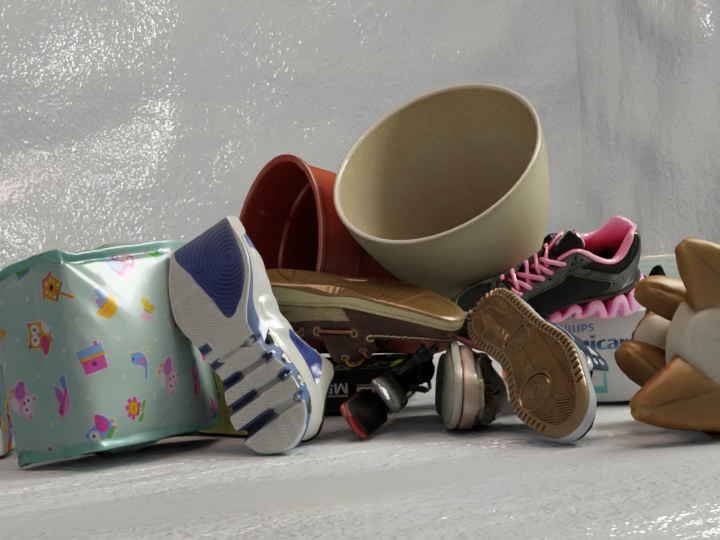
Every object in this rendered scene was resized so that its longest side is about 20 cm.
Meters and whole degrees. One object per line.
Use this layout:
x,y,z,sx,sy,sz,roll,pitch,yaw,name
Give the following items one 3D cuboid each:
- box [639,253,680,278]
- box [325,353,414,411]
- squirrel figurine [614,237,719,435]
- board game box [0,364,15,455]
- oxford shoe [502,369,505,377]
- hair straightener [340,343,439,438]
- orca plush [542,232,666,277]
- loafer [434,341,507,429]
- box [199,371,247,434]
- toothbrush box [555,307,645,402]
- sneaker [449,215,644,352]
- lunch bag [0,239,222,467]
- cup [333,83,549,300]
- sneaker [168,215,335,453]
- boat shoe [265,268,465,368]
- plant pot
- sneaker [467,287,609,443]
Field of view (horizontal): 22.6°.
0.259,0.007,1.752,0.198,0.042,0.039,-6,0,17,box
-0.045,0.112,1.779,0.191,0.048,0.200,-1,1,7,box
0.298,0.070,1.409,0.197,0.143,0.187,10,-9,2,squirrel figurine
-0.352,0.106,1.613,0.103,0.104,0.200,-3,1,1,board game box
0.184,0.079,1.871,0.070,0.074,0.200,-4,2,-11,oxford shoe
0.042,0.099,1.555,0.077,0.041,0.200,-40,-10,14,hair straightener
0.186,0.001,1.676,0.198,0.072,0.105,-6,1,30,orca plush
0.099,0.098,1.538,0.062,0.073,0.200,3,-2,-1,loafer
-0.142,0.108,1.620,0.199,0.076,0.050,-4,-1,43,box
0.266,0.071,1.696,0.145,0.086,0.200,-4,1,20,toothbrush box
0.162,0.005,1.560,0.198,0.096,0.079,-18,46,-21,sneaker
-0.199,0.064,1.492,0.121,0.173,0.199,-14,-4,35,lunch bag
0.093,-0.050,1.642,0.198,0.144,0.202,-17,40,15,cup
-0.084,0.064,1.489,0.080,0.201,0.115,-28,-18,13,sneaker
-0.005,0.048,1.539,0.198,0.073,0.072,8,14,21,boat shoe
0.000,0.000,1.771,0.193,0.204,0.200,8,-4,-28,plant pot
0.164,0.093,1.446,0.108,0.070,0.200,38,9,-29,sneaker
